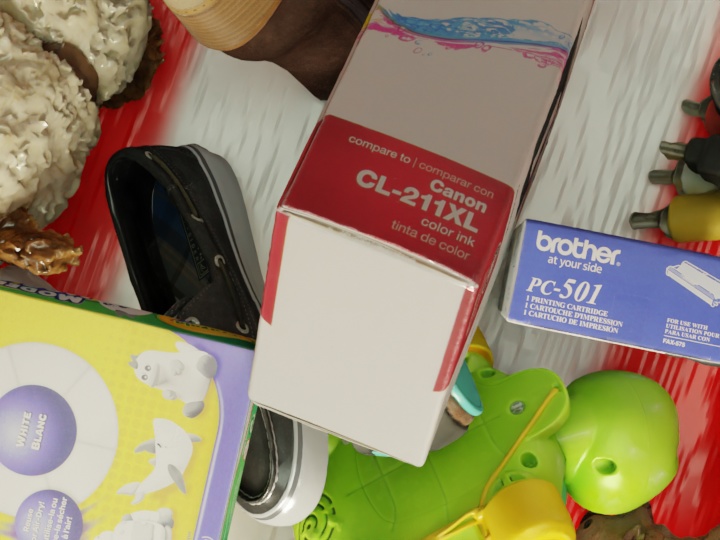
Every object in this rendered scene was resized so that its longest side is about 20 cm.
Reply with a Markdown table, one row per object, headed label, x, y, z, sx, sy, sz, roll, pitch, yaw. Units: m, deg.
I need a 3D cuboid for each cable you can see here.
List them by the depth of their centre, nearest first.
| label | x | y | z | sx | sy | sz | roll | pitch | yaw |
| --- | --- | --- | --- | --- | --- | --- | --- | --- | --- |
| cable | 0.221 | -0.044 | 0.897 | 0.199 | 0.050 | 0.098 | 17 | 77 | 33 |

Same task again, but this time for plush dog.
| label | x | y | z | sx | sy | sz | roll | pitch | yaw |
| --- | --- | --- | --- | --- | --- | --- | --- | --- | --- |
| plush dog | -0.159 | -0.093 | 0.884 | 0.159 | 0.200 | 0.173 | 19 | 71 | 28 |

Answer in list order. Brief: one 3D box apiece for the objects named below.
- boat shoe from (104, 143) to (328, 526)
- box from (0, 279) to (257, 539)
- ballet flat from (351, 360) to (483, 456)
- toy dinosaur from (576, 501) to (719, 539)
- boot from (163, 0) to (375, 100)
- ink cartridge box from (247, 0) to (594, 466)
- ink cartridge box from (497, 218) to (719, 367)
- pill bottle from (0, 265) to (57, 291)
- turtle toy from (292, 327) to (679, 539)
| label | x | y | z | sx | sy | sz | roll | pitch | yaw |
| --- | --- | --- | --- | --- | --- | --- | --- | --- | --- |
| boat shoe | -0.074 | 0.025 | 0.905 | 0.070 | 0.066 | 0.202 | -36 | 60 | 37 |
| box | -0.148 | 0.066 | 0.845 | 0.198 | 0.048 | 0.119 | 13 | 91 | 4 |
| ballet flat | 0.000 | 0.000 | 0.904 | 0.068 | 0.068 | 0.201 | -28 | 48 | 17 |
| toy dinosaur | 0.159 | 0.153 | 0.862 | 0.134 | 0.200 | 0.087 | -19 | 93 | 6 |
| boot | 0.009 | -0.165 | 0.880 | 0.199 | 0.166 | 0.073 | -38 | 63 | 17 |
| ink cartridge box | 0.031 | -0.047 | 0.805 | 0.082 | 0.146 | 0.201 | 20 | 57 | 6 |
| ink cartridge box | 0.111 | 0.009 | 0.865 | 0.093 | 0.200 | 0.045 | 12 | 91 | 3 |
| pill bottle | -0.204 | 0.101 | 0.926 | 0.200 | 0.111 | 0.112 | -41 | 88 | 3 |
| turtle toy | 0.056 | 0.102 | 0.910 | 0.199 | 0.101 | 0.146 | -26 | 48 | 3 |
